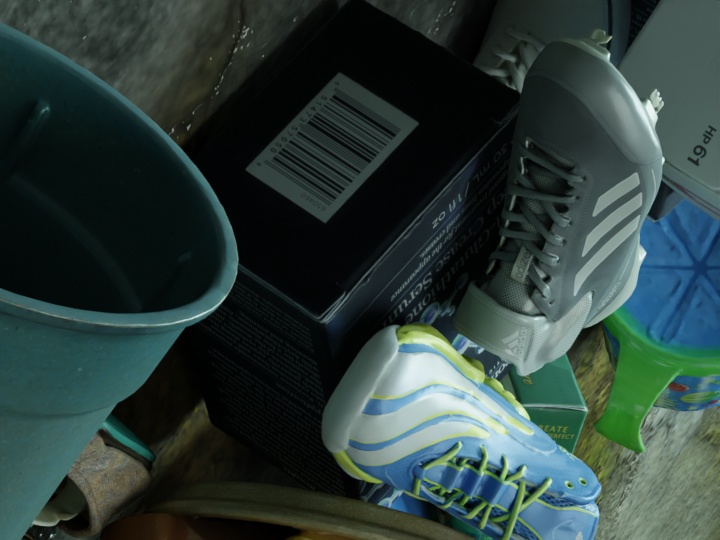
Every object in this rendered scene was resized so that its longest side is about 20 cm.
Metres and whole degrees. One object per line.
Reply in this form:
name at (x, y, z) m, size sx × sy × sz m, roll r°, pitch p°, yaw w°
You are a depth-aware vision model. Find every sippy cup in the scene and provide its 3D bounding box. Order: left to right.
sippy cup at (0.201, 0.021, 1.829) m, size 0.177 × 0.140 × 0.131 m, roll -24°, pitch 158°, yaw -10°

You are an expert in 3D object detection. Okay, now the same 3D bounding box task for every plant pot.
plant pot at (-0.175, 0.032, 1.081) m, size 0.200 × 0.200 × 0.197 m, roll -12°, pitch 138°, yaw -57°

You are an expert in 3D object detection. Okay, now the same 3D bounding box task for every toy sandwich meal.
toy sandwich meal at (-0.025, 0.153, 1.419) m, size 0.205 × 0.204 × 0.071 m, roll 46°, pitch 53°, yaw -65°

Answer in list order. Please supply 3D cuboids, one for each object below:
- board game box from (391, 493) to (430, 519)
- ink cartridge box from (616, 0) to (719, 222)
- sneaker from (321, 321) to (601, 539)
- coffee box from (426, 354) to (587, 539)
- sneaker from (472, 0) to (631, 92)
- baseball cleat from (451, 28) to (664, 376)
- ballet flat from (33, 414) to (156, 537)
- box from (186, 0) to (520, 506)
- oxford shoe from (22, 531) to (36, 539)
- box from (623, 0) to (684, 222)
board game box at (0.001, 0.130, 1.608) m, size 0.039 × 0.159 × 0.200 m, roll -17°, pitch 158°, yaw 9°
ink cartridge box at (0.204, -0.096, 1.467) m, size 0.145 × 0.084 × 0.200 m, roll -57°, pitch 160°, yaw 2°
sneaker at (0.058, 0.083, 1.359) m, size 0.076 × 0.105 × 0.200 m, roll -60°, pitch 157°, yaw 1°
coffee box at (0.071, 0.117, 1.708) m, size 0.044 × 0.123 × 0.201 m, roll 5°, pitch 126°, yaw -16°
sneaker at (0.083, -0.092, 1.529) m, size 0.071 × 0.073 × 0.201 m, roll -35°, pitch 147°, yaw -46°
baseball cleat at (0.087, -0.016, 1.340) m, size 0.107 × 0.070 × 0.200 m, roll -48°, pitch 153°, yaw -21°
ballet flat at (-0.144, 0.075, 1.322) m, size 0.067 × 0.068 × 0.200 m, roll -46°, pitch 152°, yaw -6°
box at (0.000, 0.000, 1.428) m, size 0.149 × 0.107 × 0.200 m, roll -48°, pitch 155°, yaw -21°
oxford shoe at (-0.150, 0.172, 1.409) m, size 0.071 × 0.075 × 0.200 m, roll -51°, pitch 154°, yaw -6°
box at (0.173, -0.156, 1.579) m, size 0.148 × 0.107 × 0.201 m, roll -37°, pitch 148°, yaw -37°
